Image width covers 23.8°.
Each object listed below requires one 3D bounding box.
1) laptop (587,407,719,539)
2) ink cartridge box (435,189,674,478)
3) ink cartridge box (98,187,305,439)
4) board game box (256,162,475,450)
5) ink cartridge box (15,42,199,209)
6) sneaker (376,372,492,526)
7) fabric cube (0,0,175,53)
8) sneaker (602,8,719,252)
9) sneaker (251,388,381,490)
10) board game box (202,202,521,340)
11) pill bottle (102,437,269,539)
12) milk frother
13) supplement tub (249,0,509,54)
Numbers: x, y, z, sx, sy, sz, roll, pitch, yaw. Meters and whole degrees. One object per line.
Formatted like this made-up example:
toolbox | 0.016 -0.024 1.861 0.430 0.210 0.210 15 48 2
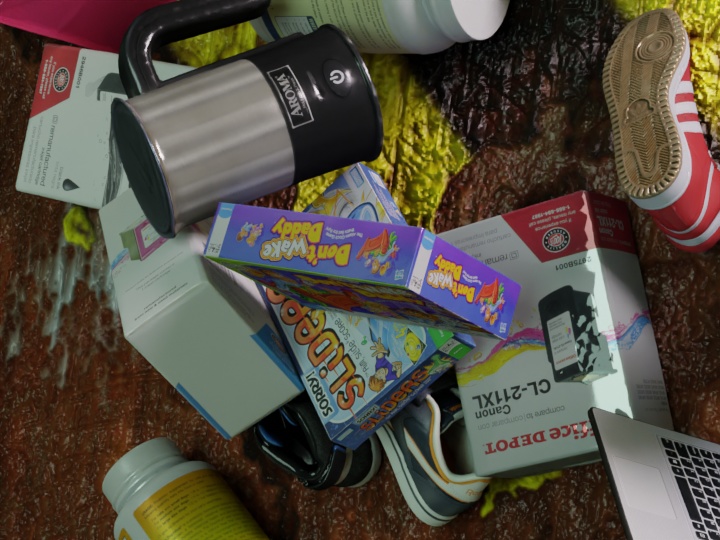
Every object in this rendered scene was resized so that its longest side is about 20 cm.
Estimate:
laptop | 0.285 0.137 1.184 0.187 0.200 0.116 -98 29 -58
ink cartridge box | 0.152 0.054 1.355 0.145 0.083 0.201 -17 77 28
ink cartridge box | -0.135 0.021 1.427 0.085 0.145 0.200 -34 34 9
board game box | -0.004 0.026 1.388 0.135 0.034 0.200 -42 51 17
ink cartridge box | -0.207 -0.122 1.580 0.200 0.084 0.145 13 92 30
sneaker | 0.045 0.106 1.413 0.079 0.078 0.200 -39 76 37
fabric cube | -0.264 -0.346 1.569 0.196 0.200 0.200 -41 67 20
sneaker | 0.245 -0.105 1.334 0.071 0.112 0.200 -19 46 30
sneaker | -0.065 0.096 1.460 0.073 0.112 0.200 -44 66 19
board game box | 0.000 0.000 1.282 0.200 0.134 0.045 8 77 40
pill bottle | -0.141 0.244 1.493 0.109 0.109 0.200 -49 65 17
milk frother | -0.107 -0.113 1.398 0.188 0.200 0.181 -21 63 -18
supplement tub | 0.013 -0.254 1.429 0.200 0.145 0.145 5 88 31
